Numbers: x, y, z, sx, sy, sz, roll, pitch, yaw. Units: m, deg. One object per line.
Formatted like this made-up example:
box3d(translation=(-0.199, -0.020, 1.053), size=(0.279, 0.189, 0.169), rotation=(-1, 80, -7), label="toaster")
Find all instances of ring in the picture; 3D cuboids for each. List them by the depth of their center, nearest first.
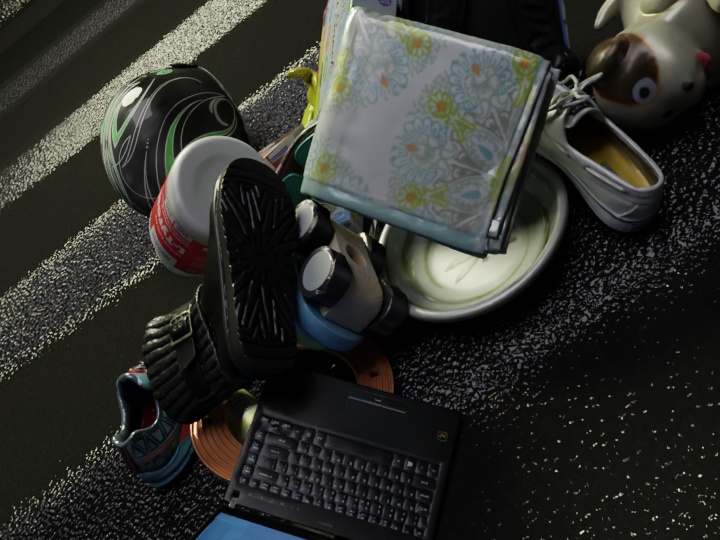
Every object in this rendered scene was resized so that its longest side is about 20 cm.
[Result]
box3d(translation=(-0.064, 0.124, 0.719), size=(0.196, 0.019, 0.202), rotation=(-8, 38, 7), label="ring")

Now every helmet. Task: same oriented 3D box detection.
box3d(translation=(-0.274, -0.177, 1.083), size=(0.190, 0.202, 0.198), rotation=(-40, 37, -26), label="helmet")

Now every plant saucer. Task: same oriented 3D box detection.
box3d(translation=(0.110, -0.027, 0.735), size=(0.197, 0.050, 0.203), rotation=(-21, 45, 22), label="plant saucer")

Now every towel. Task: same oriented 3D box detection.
box3d(translation=(0.056, -0.119, 0.660), size=(0.197, 0.048, 0.174), rotation=(20, 96, 16), label="towel")

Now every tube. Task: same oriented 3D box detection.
box3d(translation=(-0.074, 0.178, 0.710), size=(0.199, 0.051, 0.059), rotation=(28, 117, 45), label="tube")

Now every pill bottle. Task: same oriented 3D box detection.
box3d(translation=(-0.172, -0.059, 0.841), size=(0.114, 0.111, 0.200), rotation=(-63, 14, -24), label="pill bottle")

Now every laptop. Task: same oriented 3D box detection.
box3d(translation=(-0.024, 0.163, 0.580), size=(0.174, 0.104, 0.203), rotation=(14, 62, 9), label="laptop")

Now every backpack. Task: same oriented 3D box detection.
box3d(translation=(0.127, -0.259, 0.797), size=(0.196, 0.194, 0.154), rotation=(-7, 18, -2), label="backpack")

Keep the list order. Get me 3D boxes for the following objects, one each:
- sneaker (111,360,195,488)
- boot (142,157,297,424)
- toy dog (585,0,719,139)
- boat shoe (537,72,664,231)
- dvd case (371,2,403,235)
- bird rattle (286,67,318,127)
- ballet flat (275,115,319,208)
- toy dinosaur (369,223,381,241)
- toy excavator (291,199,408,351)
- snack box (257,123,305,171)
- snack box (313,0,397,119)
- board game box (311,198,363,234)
box3d(translation=(-0.216, 0.124, 0.829), size=(0.078, 0.096, 0.202), rotation=(-22, 44, 21), label="sneaker")
box3d(translation=(-0.132, 0.019, 0.690), size=(0.157, 0.079, 0.215), rotation=(-29, 54, 44), label="boot")
box3d(translation=(0.283, -0.226, 0.707), size=(0.192, 0.140, 0.202), rotation=(8, 62, 43), label="toy dog")
box3d(translation=(0.188, -0.129, 0.665), size=(0.074, 0.087, 0.203), rotation=(-28, 64, -11), label="boat shoe")
box3d(translation=(0.027, -0.161, 0.802), size=(0.016, 0.203, 0.150), rotation=(3, 37, -9), label="dvd case")
box3d(translation=(0.001, -0.227, 0.982), size=(0.162, 0.114, 0.199), rotation=(30, 47, 27), label="bird rattle")
box3d(translation=(-0.059, -0.122, 0.863), size=(0.200, 0.069, 0.072), rotation=(-45, 29, 29), label="ballet flat")
box3d(translation=(0.000, 0.000, 0.806), size=(0.087, 0.048, 0.202), rotation=(-16, 42, 8), label="toy dinosaur")
box3d(translation=(-0.074, 0.023, 0.749), size=(0.200, 0.099, 0.196), rotation=(-43, 42, 21), label="toy excavator")
box3d(translation=(-0.135, -0.133, 0.984), size=(0.072, 0.024, 0.199), rotation=(-48, 17, -27), label="snack box")
box3d(translation=(-0.007, -0.248, 0.806), size=(0.200, 0.052, 0.145), rotation=(150, 125, -75), label="snack box")
box3d(translation=(-0.087, -0.066, 0.940), size=(0.197, 0.034, 0.136), rotation=(-21, 45, 23), label="board game box")
